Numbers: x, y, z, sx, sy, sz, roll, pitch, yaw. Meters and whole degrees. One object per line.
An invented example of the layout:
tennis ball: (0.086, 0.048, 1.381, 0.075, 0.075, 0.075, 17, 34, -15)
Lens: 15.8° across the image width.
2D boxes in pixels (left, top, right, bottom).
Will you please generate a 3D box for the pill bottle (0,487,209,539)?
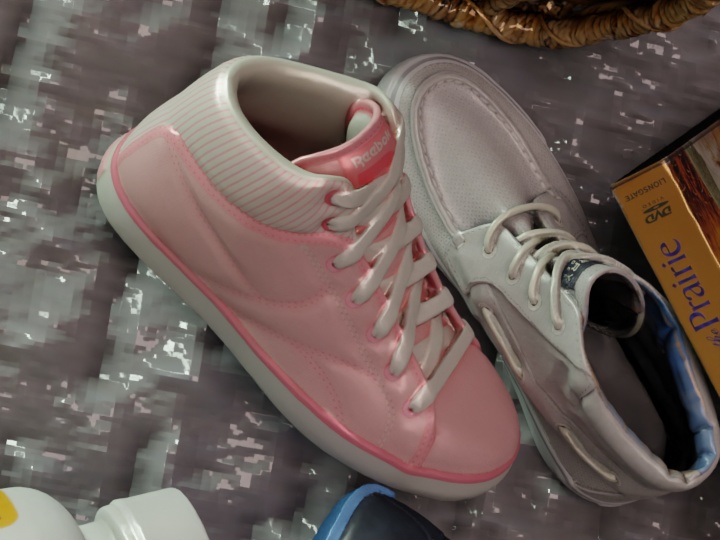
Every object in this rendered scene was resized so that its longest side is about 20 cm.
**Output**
pill bottle: (-0.150, 0.140, 0.913, 0.199, 0.113, 0.113, -14, 88, -18)

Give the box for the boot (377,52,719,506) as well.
boot: (0.078, -0.002, 1.010, 0.073, 0.096, 0.200, -32, 93, -18)

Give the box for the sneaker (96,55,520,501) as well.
sneaker: (0.000, 0.000, 0.974, 0.200, 0.105, 0.075, 42, 44, -7)

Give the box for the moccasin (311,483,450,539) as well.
moccasin: (-0.019, 0.176, 0.964, 0.068, 0.080, 0.200, 31, 76, -4)

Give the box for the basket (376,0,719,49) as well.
basket: (0.073, -0.139, 0.971, 0.149, 0.200, 0.143, -44, 99, -20)

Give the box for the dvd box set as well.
dvd box set: (0.180, 0.031, 1.029, 0.200, 0.029, 0.146, 63, 31, -2)
